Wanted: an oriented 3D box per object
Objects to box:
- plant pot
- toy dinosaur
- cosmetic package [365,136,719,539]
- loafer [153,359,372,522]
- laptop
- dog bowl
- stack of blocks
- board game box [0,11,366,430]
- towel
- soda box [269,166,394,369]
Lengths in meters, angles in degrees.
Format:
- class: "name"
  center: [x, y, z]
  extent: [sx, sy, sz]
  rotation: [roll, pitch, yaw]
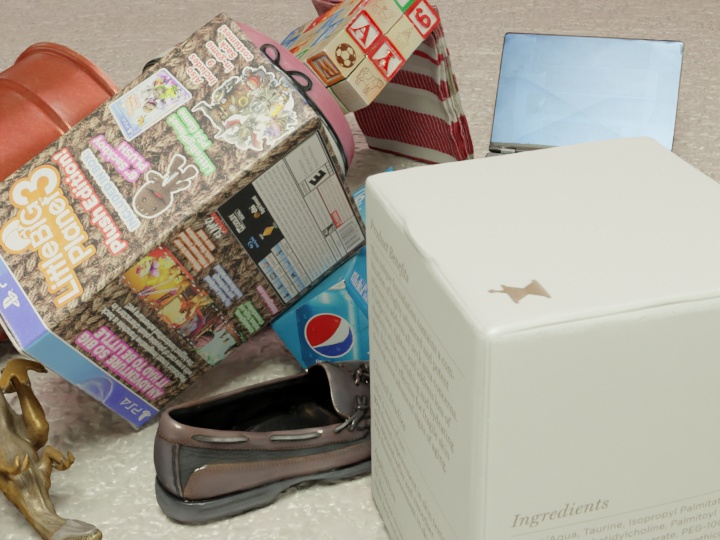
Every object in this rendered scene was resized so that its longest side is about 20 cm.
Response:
- class: "plant pot"
  center: [-0.271, -0.037, 0.749]
  extent: [0.199, 0.203, 0.195]
  rotation: [20, 41, 36]
- class: "toy dinosaur"
  center: [-0.208, 0.093, 0.596]
  extent: [0.060, 0.107, 0.200]
  rotation: [-19, 38, -22]
- class: "cosmetic package"
  center: [0.101, 0.064, 0.502]
  extent: [0.164, 0.202, 0.168]
  rotation: [-8, 28, -13]
- class: "loafer"
  center: [-0.030, 0.087, 0.615]
  extent: [0.198, 0.064, 0.072]
  rotation: [-17, 31, -28]
- class: "laptop"
  center: [0.212, -0.147, 1.002]
  extent: [0.185, 0.117, 0.200]
  rotation: [6, 28, 17]
- class: "dog bowl"
  center: [-0.089, -0.125, 0.874]
  extent: [0.199, 0.201, 0.074]
  rotation: [25, 67, 41]
- class: "stack of blocks"
  center: [-0.032, -0.186, 0.928]
  extent: [0.115, 0.059, 0.199]
  rotation: [-52, 21, -24]
- class: "board game box"
  center: [-0.110, -0.022, 0.618]
  extent: [0.199, 0.160, 0.097]
  rotation: [-39, 65, -6]
- class: "towel"
  center: [0.034, -0.182, 1.006]
  extent: [0.143, 0.201, 0.023]
  rotation: [20, 58, 34]
- class: "soda box"
  center: [0.000, 0.000, 0.757]
  extent: [0.067, 0.064, 0.200]
  rotation: [-30, 17, 24]
